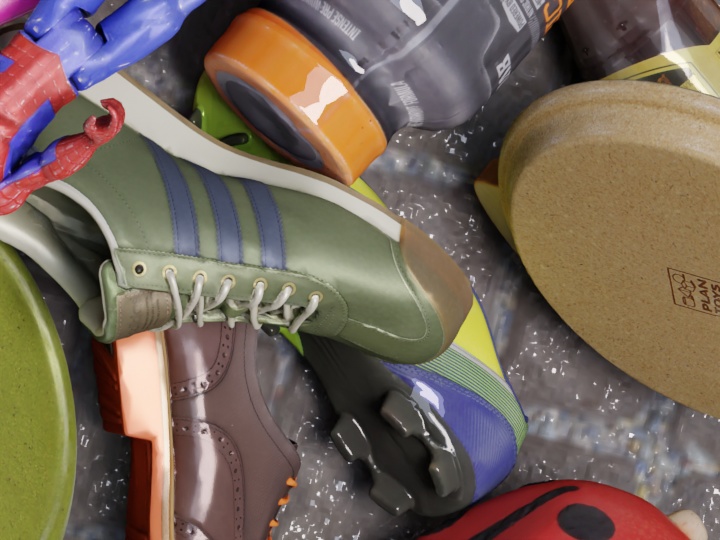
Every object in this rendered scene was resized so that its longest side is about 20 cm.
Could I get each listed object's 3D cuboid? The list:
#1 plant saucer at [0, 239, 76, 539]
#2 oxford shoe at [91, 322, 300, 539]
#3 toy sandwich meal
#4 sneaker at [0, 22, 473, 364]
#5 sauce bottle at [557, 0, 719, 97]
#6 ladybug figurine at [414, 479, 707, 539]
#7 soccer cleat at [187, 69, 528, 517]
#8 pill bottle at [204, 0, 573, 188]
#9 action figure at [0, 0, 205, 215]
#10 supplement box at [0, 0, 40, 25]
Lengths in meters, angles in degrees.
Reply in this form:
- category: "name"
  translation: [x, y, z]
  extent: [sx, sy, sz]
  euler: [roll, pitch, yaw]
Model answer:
- category: "plant saucer"
  translation: [-0.159, 0.046, 1.001]
  extent: [0.200, 0.031, 0.202]
  euler: [29, 55, -50]
- category: "oxford shoe"
  translation: [-0.053, 0.095, 1.079]
  extent: [0.072, 0.071, 0.202]
  euler: [-9, 100, -15]
- category: "toy sandwich meal"
  translation: [0.139, -0.015, 1.091]
  extent: [0.205, 0.205, 0.070]
  euler: [43, 59, -17]
- category: "sneaker"
  translation: [-0.064, -0.002, 1.022]
  extent: [0.199, 0.067, 0.090]
  euler: [30, 54, -1]
- category: "sauce bottle"
  translation: [0.124, -0.080, 1.152]
  extent: [0.066, 0.066, 0.200]
  euler: [-46, 102, -13]
- category: "ladybug figurine"
  translation: [0.042, 0.141, 1.084]
  extent: [0.199, 0.136, 0.072]
  euler: [-34, 110, -9]
- category: "soccer cleat"
  translation: [0.000, 0.001, 1.118]
  extent: [0.084, 0.064, 0.201]
  euler: [-38, 102, -46]
- category: "pill bottle"
  translation: [0.032, -0.125, 1.047]
  extent: [0.106, 0.106, 0.200]
  euler: [44, 79, -17]
- category: "action figure"
  translation: [-0.089, -0.081, 0.947]
  extent: [0.200, 0.099, 0.065]
  euler: [-44, 98, -5]
- category: "supplement box"
  translation: [-0.146, -0.138, 1.024]
  extent: [0.199, 0.103, 0.102]
  euler: [-26, 102, -20]
